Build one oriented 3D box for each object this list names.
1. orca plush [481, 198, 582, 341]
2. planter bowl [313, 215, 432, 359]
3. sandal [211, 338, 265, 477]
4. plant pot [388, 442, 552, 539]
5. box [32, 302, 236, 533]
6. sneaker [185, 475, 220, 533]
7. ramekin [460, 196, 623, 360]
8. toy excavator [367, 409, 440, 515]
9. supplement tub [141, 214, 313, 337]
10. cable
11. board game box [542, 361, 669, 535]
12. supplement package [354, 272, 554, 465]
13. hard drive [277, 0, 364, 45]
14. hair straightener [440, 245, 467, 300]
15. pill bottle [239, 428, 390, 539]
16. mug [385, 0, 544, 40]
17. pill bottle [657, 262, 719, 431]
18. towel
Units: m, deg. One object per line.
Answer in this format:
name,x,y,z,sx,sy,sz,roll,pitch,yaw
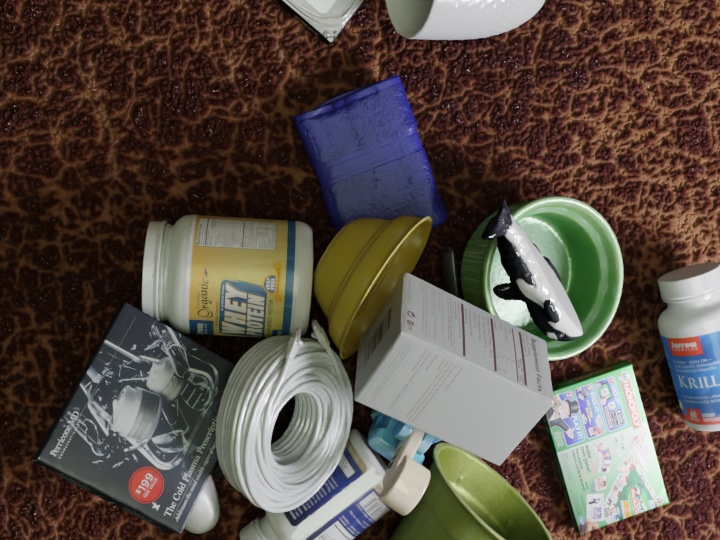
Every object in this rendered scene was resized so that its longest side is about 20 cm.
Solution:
orca plush,0.183,0.017,1.137,0.071,0.106,0.200,-26,135,22
planter bowl,0.000,0.000,1.184,0.083,0.200,0.202,33,91,12
sandal,-0.142,0.171,1.258,0.048,0.075,0.202,27,93,-41
plant pot,0.113,0.359,1.249,0.199,0.200,0.191,37,103,-7
box,-0.251,0.174,1.145,0.181,0.104,0.202,30,69,-13
sneaker,-0.243,0.251,1.236,0.075,0.088,0.202,-27,96,-3
ramekin,0.223,0.007,1.243,0.197,0.098,0.203,-2,95,-20
toy excavator,0.058,0.209,1.190,0.099,0.194,0.201,33,62,-9
supplement tub,-0.160,0.007,1.197,0.197,0.145,0.147,3,94,-6
cable,-0.088,0.177,1.152,0.201,0.069,0.201,-56,139,-24
board game box,0.327,0.240,1.325,0.133,0.029,0.202,-17,96,-5
supplement package,0.107,0.114,1.133,0.198,0.118,0.117,26,122,-13
hard drive,-0.029,-0.407,1.233,0.139,0.038,0.201,39,89,-8
hair straightener,0.112,0.068,1.284,0.076,0.041,0.203,-1,101,-21
pill bottle,-0.052,0.304,1.249,0.199,0.111,0.112,-37,97,-2
mug,0.132,-0.384,1.200,0.173,0.147,0.203,-5,81,-24
pill bottle,0.455,0.098,1.285,0.111,0.112,0.202,-19,96,-4
towel,0.015,-0.131,1.257,0.146,0.050,0.202,-20,97,3
